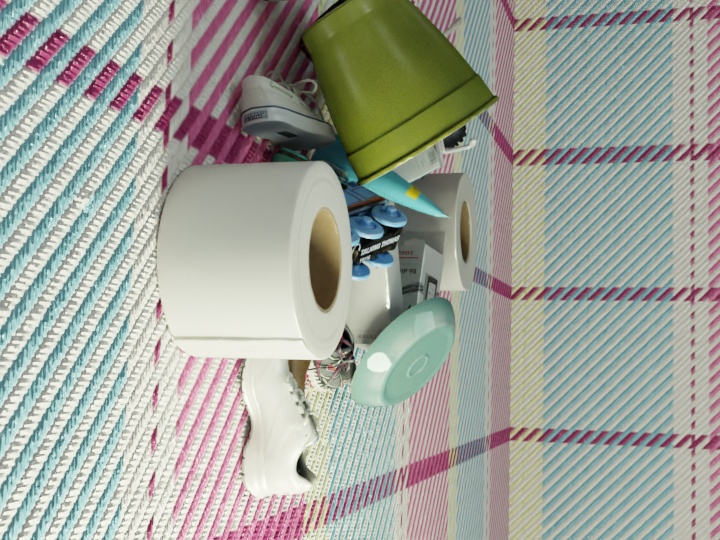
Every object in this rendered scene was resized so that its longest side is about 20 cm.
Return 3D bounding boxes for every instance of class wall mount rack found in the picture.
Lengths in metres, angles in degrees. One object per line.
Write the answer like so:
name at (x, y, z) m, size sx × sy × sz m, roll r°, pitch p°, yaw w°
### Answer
wall mount rack at (0.122, -0.253, 1.459) m, size 0.174 × 0.074 × 0.200 m, roll 65°, pitch 12°, yaw -74°

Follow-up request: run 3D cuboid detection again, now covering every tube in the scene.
tube at (0.031, -0.119, 1.395) m, size 0.050 × 0.200 × 0.077 m, roll -61°, pitch 178°, yaw 10°

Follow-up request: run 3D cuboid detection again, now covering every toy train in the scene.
toy train at (-0.029, -0.043, 1.245) m, size 0.200 × 0.114 × 0.087 m, roll -24°, pitch 138°, yaw -53°

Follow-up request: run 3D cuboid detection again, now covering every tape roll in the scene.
tape roll at (-0.100, -0.010, 1.058) m, size 0.203 × 0.139 × 0.203 m, roll -1°, pitch 90°, yaw -74°
tape roll at (0.114, -0.065, 1.773) m, size 0.203 × 0.139 × 0.203 m, roll 1°, pitch 90°, yaw -74°

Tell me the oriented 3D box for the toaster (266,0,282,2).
toaster at (-0.053, -0.389, 1.241) m, size 0.200 × 0.129 × 0.114 m, roll -60°, pitch 146°, yaw -59°

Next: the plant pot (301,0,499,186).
plant pot at (0.032, -0.237, 1.252) m, size 0.193 × 0.200 × 0.200 m, roll 58°, pitch 22°, yaw -7°

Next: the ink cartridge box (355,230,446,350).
ink cartridge box at (0.058, 0.025, 1.605) m, size 0.067 × 0.116 × 0.200 m, roll 28°, pitch 67°, yaw -53°

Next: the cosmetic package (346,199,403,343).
cosmetic package at (0.000, 0.000, 1.474) m, size 0.071 × 0.101 × 0.200 m, roll -52°, pitch 139°, yaw -64°

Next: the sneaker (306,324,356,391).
sneaker at (-0.039, 0.111, 1.387) m, size 0.200 × 0.075 × 0.081 m, roll 57°, pitch 36°, yaw -63°

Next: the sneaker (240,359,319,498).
sneaker at (-0.088, 0.162, 1.194) m, size 0.075 × 0.087 × 0.200 m, roll -17°, pitch 105°, yaw -71°

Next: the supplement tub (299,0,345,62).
supplement tub at (0.019, -0.262, 1.385) m, size 0.200 × 0.107 × 0.107 m, roll 47°, pitch 34°, yaw -19°

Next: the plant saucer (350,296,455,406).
plant saucer at (0.072, 0.128, 1.491) m, size 0.200 × 0.036 × 0.200 m, roll -34°, pitch 148°, yaw -24°

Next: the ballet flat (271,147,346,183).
ballet flat at (-0.072, -0.104, 1.318) m, size 0.070 × 0.067 × 0.200 m, roll -66°, pitch 163°, yaw 2°

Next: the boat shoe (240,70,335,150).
boat shoe at (-0.090, -0.197, 1.239) m, size 0.202 × 0.075 × 0.086 m, roll 6°, pitch 74°, yaw -67°

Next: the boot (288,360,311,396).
boot at (-0.066, 0.083, 1.264) m, size 0.074 × 0.075 × 0.200 m, roll -164°, pitch -105°, yaw -75°

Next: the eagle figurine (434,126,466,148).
eagle figurine at (0.067, -0.266, 1.613) m, size 0.200 × 0.151 × 0.152 m, roll 58°, pitch 24°, yaw -49°

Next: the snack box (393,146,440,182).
snack box at (0.028, -0.216, 1.473) m, size 0.116 × 0.037 × 0.200 m, roll -30°, pitch 95°, yaw -42°

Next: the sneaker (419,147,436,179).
sneaker at (0.063, -0.217, 1.728) m, size 0.200 × 0.095 × 0.079 m, roll -117°, pitch -132°, yaw -71°
